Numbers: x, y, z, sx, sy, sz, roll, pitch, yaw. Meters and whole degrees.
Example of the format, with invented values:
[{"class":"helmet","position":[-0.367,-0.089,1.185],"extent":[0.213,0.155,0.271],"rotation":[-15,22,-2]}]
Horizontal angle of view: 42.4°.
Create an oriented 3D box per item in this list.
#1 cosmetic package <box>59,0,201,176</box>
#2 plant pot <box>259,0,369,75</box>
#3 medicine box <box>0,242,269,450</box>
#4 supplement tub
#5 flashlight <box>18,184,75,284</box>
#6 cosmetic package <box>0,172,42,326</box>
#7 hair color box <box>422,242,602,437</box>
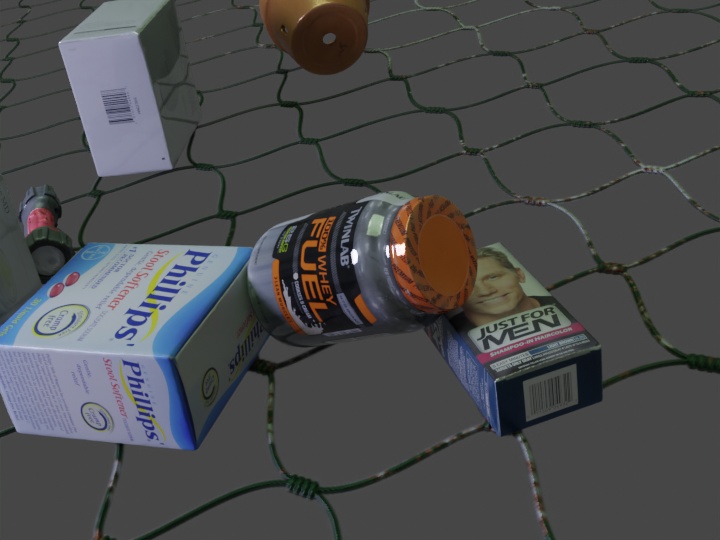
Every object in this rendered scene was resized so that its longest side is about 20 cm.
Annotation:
[{"class":"cosmetic package","position":[-0.331,-0.277,1.371],"extent":[0.121,0.202,0.201],"rotation":[-4,30,9]},{"class":"plant pot","position":[-0.068,-0.436,1.609],"extent":[0.197,0.202,0.141],"rotation":[-13,45,-7]},{"class":"medicine box","position":[-0.208,0.063,0.872],"extent":[0.197,0.104,0.183],"rotation":[1,32,19]},{"class":"supplement tub","position":[0.000,0.000,0.833],"extent":[0.198,0.124,0.122],"rotation":[-13,20,44]},{"class":"flashlight","position":[-0.394,-0.051,1.157],"extent":[0.067,0.069,0.200],"rotation":[-17,32,-11]},{"class":"cosmetic package","position":[-0.445,0.002,0.948],"extent":[0.121,0.202,0.201],"rotation":[-1,31,15]},{"class":"hair color box","position":[0.124,0.054,0.832],"extent":[0.098,0.061,0.200],"rotation":[-16,30,-11]}]
